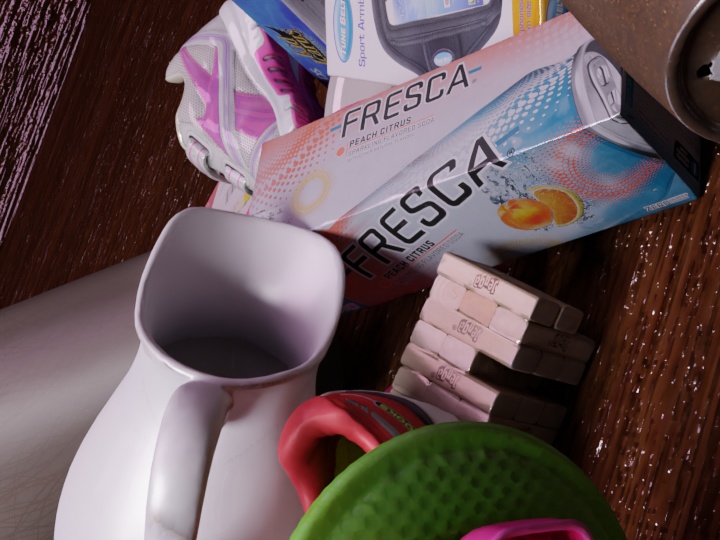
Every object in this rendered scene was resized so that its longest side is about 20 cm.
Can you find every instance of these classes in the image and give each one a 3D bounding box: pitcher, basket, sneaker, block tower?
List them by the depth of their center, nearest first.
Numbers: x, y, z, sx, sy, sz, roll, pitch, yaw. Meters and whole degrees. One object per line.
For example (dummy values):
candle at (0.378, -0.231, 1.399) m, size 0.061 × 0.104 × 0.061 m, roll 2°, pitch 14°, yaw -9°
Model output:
sneaker at (0.015, 0.134, 0.581) m, size 0.077 × 0.085 × 0.200 m, roll -38°, pitch 57°, yaw 27°
pitcher at (-0.070, 0.100, 0.667) m, size 0.172 × 0.121 × 0.200 m, roll -71°, pitch -5°, yaw -58°
block tower at (0.031, 0.099, 0.669) m, size 0.058 × 0.054 × 0.200 m, roll 28°, pitch 97°, yaw 41°
basket at (-0.121, 0.066, 0.898) m, size 0.200 × 0.180 × 0.136 m, roll -28°, pitch 27°, yaw 20°
sneaker at (-0.061, -0.079, 0.991) m, size 0.088 × 0.081 × 0.200 m, roll -35°, pitch 53°, yaw 18°

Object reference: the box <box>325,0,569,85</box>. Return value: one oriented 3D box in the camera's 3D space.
box at (0.037, -0.148, 0.777) m, size 0.200 × 0.041 × 0.119 m, roll 16°, pitch 112°, yaw 53°

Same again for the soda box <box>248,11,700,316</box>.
soda box at (0.043, -0.043, 0.687) m, size 0.200 × 0.064 × 0.069 m, roll -20°, pitch 48°, yaw 36°

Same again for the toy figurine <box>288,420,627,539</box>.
toy figurine at (0.078, 0.144, 0.438) m, size 0.184 × 0.150 × 0.201 m, roll -5°, pitch 86°, yaw 59°

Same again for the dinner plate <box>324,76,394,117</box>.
dinner plate at (0.030, -0.092, 0.854) m, size 0.200 × 0.024 × 0.201 m, roll -18°, pitch 68°, yaw 52°

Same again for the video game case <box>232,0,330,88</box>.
video game case at (-0.010, -0.218, 0.959) m, size 0.045 × 0.200 × 0.182 m, roll 11°, pitch 76°, yaw 30°

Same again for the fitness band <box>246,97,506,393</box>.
fitness band at (0.000, 0.000, 0.774) m, size 0.144 × 0.037 × 0.200 m, roll -36°, pitch 41°, yaw 24°

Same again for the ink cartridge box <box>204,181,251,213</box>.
ink cartridge box at (-0.064, 0.004, 1.044) m, size 0.117 × 0.067 × 0.200 m, roll -57°, pitch 20°, yaw 30°

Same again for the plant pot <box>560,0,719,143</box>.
plant pot at (0.122, -0.147, 0.552) m, size 0.187 × 0.186 × 0.200 m, roll -52°, pitch 36°, yaw 40°
